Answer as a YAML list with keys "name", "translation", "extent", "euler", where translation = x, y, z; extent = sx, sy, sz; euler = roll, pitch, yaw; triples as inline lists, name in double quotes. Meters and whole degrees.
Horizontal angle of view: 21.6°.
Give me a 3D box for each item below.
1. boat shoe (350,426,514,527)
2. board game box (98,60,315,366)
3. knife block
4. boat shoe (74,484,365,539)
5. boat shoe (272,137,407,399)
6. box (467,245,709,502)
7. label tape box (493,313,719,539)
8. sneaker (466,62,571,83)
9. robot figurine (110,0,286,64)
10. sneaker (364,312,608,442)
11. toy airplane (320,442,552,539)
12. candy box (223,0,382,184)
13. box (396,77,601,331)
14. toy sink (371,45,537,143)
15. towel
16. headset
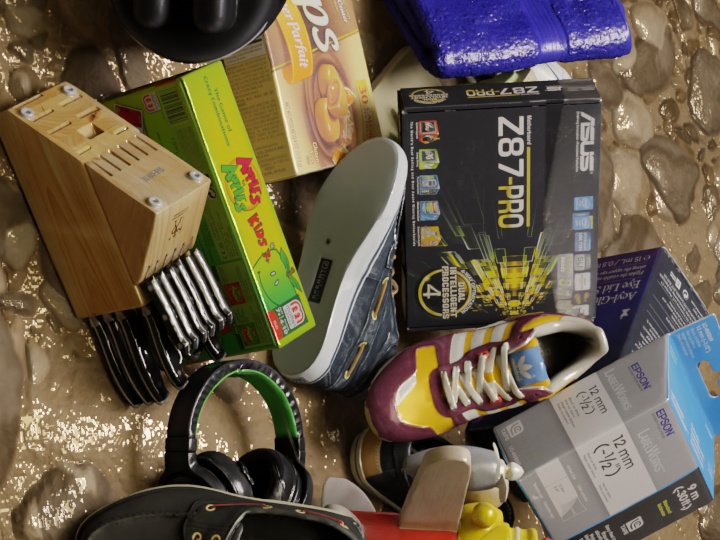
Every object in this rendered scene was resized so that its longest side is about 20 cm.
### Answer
- name: "boat shoe"
  translation: [0.073, 0.181, 1.557]
  extent: [0.200, 0.062, 0.075]
  euler: [35, 54, -42]
- name: "board game box"
  translation: [-0.114, -0.039, 1.352]
  extent: [0.047, 0.101, 0.202]
  euler: [-30, 105, -48]
- name: "knife block"
  translation: [-0.176, -0.009, 1.316]
  extent: [0.199, 0.177, 0.064]
  euler: [34, 38, 17]
- name: "boat shoe"
  translation: [-0.093, 0.187, 1.275]
  extent: [0.199, 0.063, 0.075]
  euler: [4, 92, -7]
- name: "boat shoe"
  translation: [0.000, 0.000, 1.485]
  extent: [0.091, 0.070, 0.202]
  euler: [26, 85, -51]
- name: "box"
  translation: [0.206, 0.093, 1.670]
  extent: [0.105, 0.147, 0.201]
  euler: [51, 46, -29]
- name: "label tape box"
  translation: [0.223, 0.141, 1.508]
  extent: [0.144, 0.198, 0.066]
  euler: [59, 6, -42]
- name: "sneaker"
  translation: [0.131, -0.177, 1.714]
  extent: [0.200, 0.073, 0.071]
  euler: [50, 48, -17]
- name: "robot figurine"
  translation: [-0.112, -0.215, 1.337]
  extent: [0.150, 0.125, 0.200]
  euler: [43, 12, -5]
- name: "sneaker"
  translation: [0.098, 0.078, 1.470]
  extent: [0.198, 0.090, 0.076]
  euler: [-23, 96, -24]
- name: "toy airplane"
  translation: [0.061, 0.199, 1.437]
  extent: [0.199, 0.199, 0.142]
  euler: [47, 55, -27]
- name: "candy box"
  translation: [-0.054, -0.177, 1.495]
  extent: [0.115, 0.055, 0.202]
  euler: [-16, 93, -50]
- name: "box"
  translation: [0.111, -0.051, 1.520]
  extent: [0.049, 0.159, 0.202]
  euler: [-101, -171, -62]
- name: "toy sink"
  translation: [0.100, -0.092, 1.615]
  extent: [0.201, 0.111, 0.131]
  euler: [59, 43, -22]
- name: "towel"
  translation: [0.125, -0.234, 1.625]
  extent: [0.198, 0.050, 0.148]
  euler: [-11, 51, -24]
- name: "headset"
  translation: [-0.078, 0.164, 1.352]
  extent: [0.123, 0.093, 0.203]
  euler: [4, 83, -49]
